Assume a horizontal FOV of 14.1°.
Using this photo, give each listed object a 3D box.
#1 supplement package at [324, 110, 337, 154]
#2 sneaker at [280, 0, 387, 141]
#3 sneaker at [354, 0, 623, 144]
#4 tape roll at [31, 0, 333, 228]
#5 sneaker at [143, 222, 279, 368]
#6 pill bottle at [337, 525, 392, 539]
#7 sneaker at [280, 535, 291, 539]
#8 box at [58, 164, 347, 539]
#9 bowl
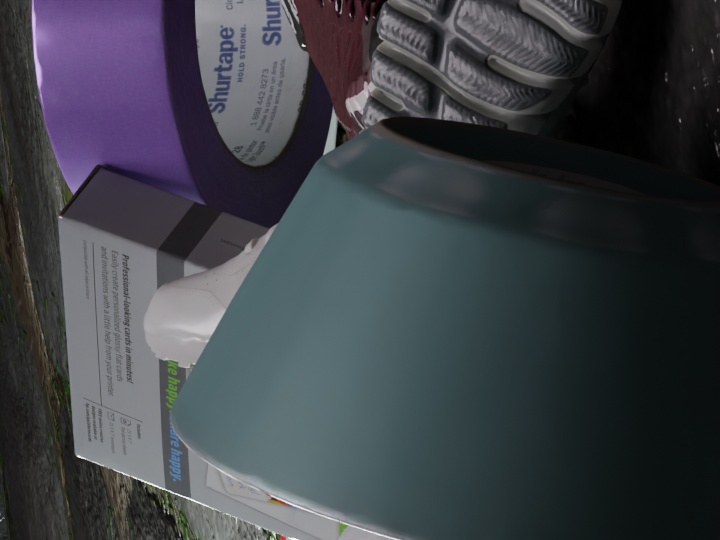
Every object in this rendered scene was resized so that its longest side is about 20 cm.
[{"bbox_3d":[-0.087,-0.068,1.535,0.200,0.110,0.156,94,161,-52],"label":"supplement package"},{"bbox_3d":[0.003,-0.109,1.128,0.116,0.075,0.200,60,164,8],"label":"sneaker"},{"bbox_3d":[0.053,-0.067,1.014,0.075,0.115,0.200,36,114,18],"label":"sneaker"},{"bbox_3d":[-0.075,-0.113,1.316,0.200,0.065,0.201,0,-90,-70],"label":"tape roll"},{"bbox_3d":[0.000,0.000,1.137,0.199,0.076,0.081,-5,95,32],"label":"sneaker"},{"bbox_3d":[0.049,0.143,1.119,0.111,0.110,0.201,104,152,-62],"label":"pill bottle"},{"bbox_3d":[-0.004,0.092,1.437,0.085,0.077,0.201,-100,13,-56],"label":"sneaker"},{"bbox_3d":[-0.033,0.051,1.264,0.156,0.199,0.041,93,-157,-46],"label":"box"},{"bbox_3d":[0.049,0.016,0.893,0.201,0.200,0.106,-140,60,-70],"label":"bowl"}]
